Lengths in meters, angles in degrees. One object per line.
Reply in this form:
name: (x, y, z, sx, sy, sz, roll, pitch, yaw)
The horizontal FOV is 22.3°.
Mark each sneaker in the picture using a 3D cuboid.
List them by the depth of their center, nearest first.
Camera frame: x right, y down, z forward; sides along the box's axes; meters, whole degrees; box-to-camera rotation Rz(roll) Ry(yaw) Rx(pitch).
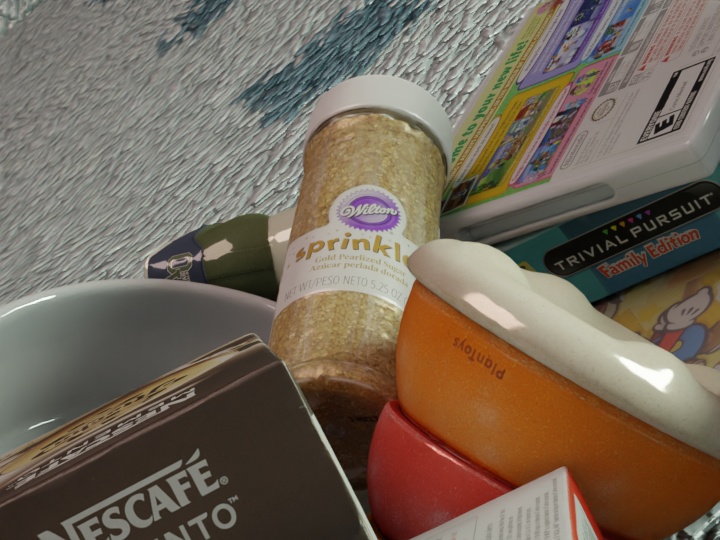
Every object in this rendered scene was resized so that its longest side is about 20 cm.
sneaker: (-0.062, 0.008, 0.950, 0.090, 0.067, 0.200, -11, -9, 1)

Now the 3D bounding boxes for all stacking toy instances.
stacking toy: (0.040, 0.101, 0.658, 0.200, 0.146, 0.146, -60, 20, 5)

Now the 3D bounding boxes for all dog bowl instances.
dog bowl: (-0.087, 0.086, 0.787, 0.200, 0.079, 0.200, 7, 30, -4)

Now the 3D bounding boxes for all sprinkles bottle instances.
sprinkles bottle: (0.000, 0.000, 0.776, 0.068, 0.068, 0.200, -27, 33, 28)

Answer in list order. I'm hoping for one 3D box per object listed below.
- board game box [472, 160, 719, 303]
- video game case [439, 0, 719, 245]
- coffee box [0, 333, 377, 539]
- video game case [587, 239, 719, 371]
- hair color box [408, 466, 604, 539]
board game box: (0.142, -0.059, 0.852, 0.200, 0.047, 0.151, -26, 23, 31)
video game case: (0.117, -0.089, 0.859, 0.182, 0.022, 0.200, -18, 30, 43)
coffee box: (-0.062, 0.081, 0.584, 0.113, 0.080, 0.200, -26, 3, -6)
video game case: (0.110, 0.040, 0.794, 0.182, 0.023, 0.200, -36, 21, 7)
hair color box: (-0.014, 0.139, 0.551, 0.200, 0.064, 0.111, -25, 5, 8)
